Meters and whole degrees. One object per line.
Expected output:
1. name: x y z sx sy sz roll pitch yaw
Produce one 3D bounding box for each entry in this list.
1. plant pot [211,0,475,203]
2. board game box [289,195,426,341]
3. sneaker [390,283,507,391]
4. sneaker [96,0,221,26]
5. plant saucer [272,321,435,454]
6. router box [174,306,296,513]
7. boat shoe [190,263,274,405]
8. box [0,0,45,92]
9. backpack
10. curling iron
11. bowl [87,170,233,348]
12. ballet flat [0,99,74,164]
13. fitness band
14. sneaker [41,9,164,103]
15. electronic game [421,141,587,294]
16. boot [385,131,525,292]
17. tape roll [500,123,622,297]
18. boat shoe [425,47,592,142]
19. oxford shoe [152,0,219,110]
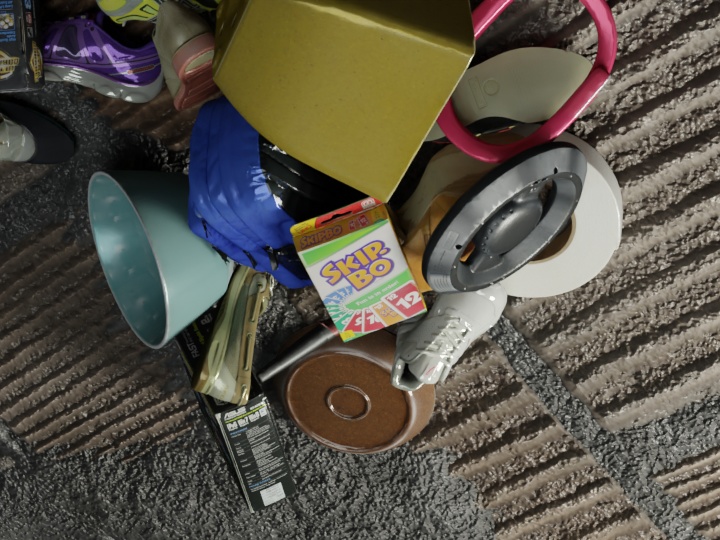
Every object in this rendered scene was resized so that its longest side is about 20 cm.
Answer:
1. plant pot: -0.028 -0.219 1.479 0.199 0.196 0.195 17 130 -18
2. board game box: 0.000 0.000 1.586 0.095 0.030 0.200 -20 143 3
3. sneaker: 0.094 0.076 1.734 0.078 0.100 0.200 28 142 -8
4. sneaker: -0.173 -0.285 1.584 0.198 0.076 0.077 4 143 18
5. plant saucer: -0.012 0.148 1.880 0.198 0.035 0.201 7 128 9
6. router box: -0.146 0.156 1.819 0.062 0.200 0.151 -23 125 -10
7. boat shoe: -0.127 0.055 1.737 0.063 0.202 0.073 24 140 -9
8. box: -0.423 -0.277 1.605 0.198 0.050 0.200 -2 97 14
9. backpack: -0.096 -0.083 1.604 0.167 0.164 0.200 -16 148 23
10. curling iron: -0.033 0.060 1.752 0.199 0.050 0.026 -33 80 -8
11. bowl: -0.208 -0.026 1.721 0.104 0.201 0.202 -20 131 -24
12. ballet flat: -0.411 -0.157 1.732 0.199 0.073 0.073 28 128 -7
13. fitness band: 0.157 -0.197 1.531 0.144 0.037 0.200 45 104 5
14. sneaker: -0.296 -0.239 1.653 0.198 0.081 0.084 14 109 -1
15. electronic game: 0.143 -0.050 1.564 0.042 0.199 0.201 50 132 24
16. boot: 0.102 -0.055 1.631 0.200 0.071 0.144 -26 143 11
17. tape roll: 0.176 -0.061 1.674 0.201 0.037 0.204 7 127 10
18. boat shoe: 0.137 -0.176 1.585 0.200 0.063 0.074 -14 93 14
19. oxford shoe: -0.170 -0.217 1.591 0.074 0.070 0.200 58 168 6
